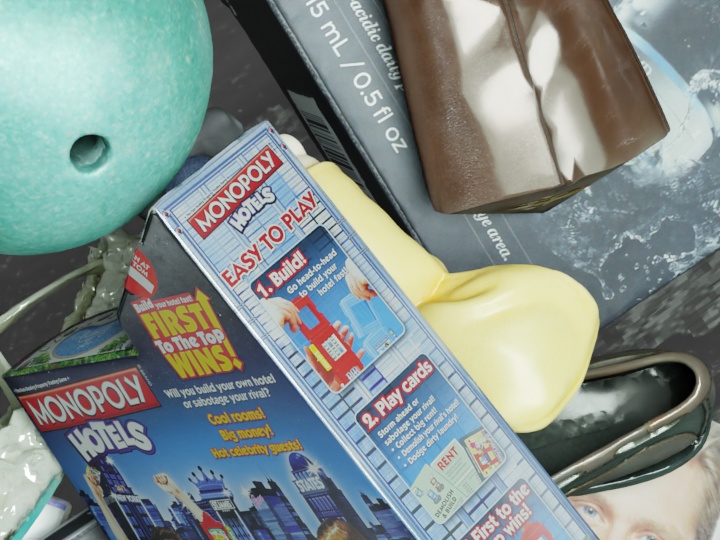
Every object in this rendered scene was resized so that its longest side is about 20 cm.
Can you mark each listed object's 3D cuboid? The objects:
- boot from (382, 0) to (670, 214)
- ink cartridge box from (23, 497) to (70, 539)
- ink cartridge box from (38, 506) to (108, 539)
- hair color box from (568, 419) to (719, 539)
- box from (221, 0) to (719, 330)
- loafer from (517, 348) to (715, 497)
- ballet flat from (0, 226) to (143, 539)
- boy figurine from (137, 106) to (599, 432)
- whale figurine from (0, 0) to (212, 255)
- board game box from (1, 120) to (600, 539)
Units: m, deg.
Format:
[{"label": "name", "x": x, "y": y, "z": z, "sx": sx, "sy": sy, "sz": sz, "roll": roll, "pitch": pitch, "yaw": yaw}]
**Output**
[{"label": "boot", "x": 0.004, "y": -0.095, "z": 0.856, "sx": 0.186, "sy": 0.064, "sz": 0.200, "roll": -20, "pitch": 106, "yaw": -6}, {"label": "ink cartridge box", "x": -0.240, "y": 0.156, "z": 0.946, "sx": 0.198, "sy": 0.043, "sz": 0.200, "roll": 22, "pitch": 77, "yaw": -16}, {"label": "ink cartridge box", "x": -0.048, "y": 0.170, "z": 0.982, "sx": 0.200, "sy": 0.043, "sz": 0.198, "roll": -34, "pitch": 106, "yaw": -26}, {"label": "hair color box", "x": 0.085, "y": 0.145, "z": 0.996, "sx": 0.100, "sy": 0.061, "sz": 0.200, "roll": 26, "pitch": 72, "yaw": -16}, {"label": "box", "x": 0.076, "y": -0.093, "z": 0.959, "sx": 0.200, "sy": 0.117, "sz": 0.197, "roll": -34, "pitch": 104, "yaw": -7}, {"label": "loafer", "x": 0.046, "y": 0.072, "z": 0.940, "sx": 0.200, "sy": 0.063, "sz": 0.072, "roll": -20, "pitch": 74, "yaw": -6}, {"label": "ballet flat", "x": -0.136, "y": 0.057, "z": 0.937, "sx": 0.072, "sy": 0.072, "sz": 0.200, "roll": 49, "pitch": 55, "yaw": -15}, {"label": "boy figurine", "x": 0.000, "y": 0.000, "z": 0.873, "sx": 0.064, "sy": 0.200, "sz": 0.124, "roll": -47, "pitch": 135, "yaw": -22}, {"label": "whale figurine", "x": -0.136, "y": -0.071, "z": 0.762, "sx": 0.200, "sy": 0.104, "sz": 0.159, "roll": 17, "pitch": 113, "yaw": -41}, {"label": "board game box", "x": -0.032, "y": 0.053, "z": 0.840, "sx": 0.062, "sy": 0.200, "sz": 0.200, "roll": -41, "pitch": 109, "yaw": -36}]
